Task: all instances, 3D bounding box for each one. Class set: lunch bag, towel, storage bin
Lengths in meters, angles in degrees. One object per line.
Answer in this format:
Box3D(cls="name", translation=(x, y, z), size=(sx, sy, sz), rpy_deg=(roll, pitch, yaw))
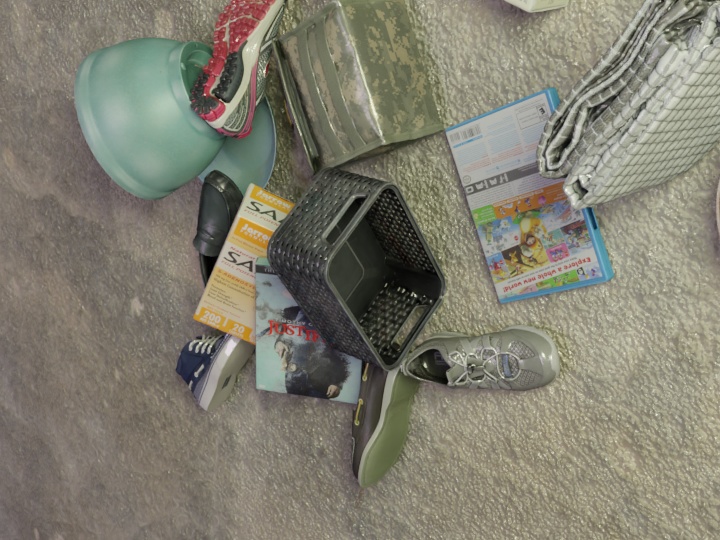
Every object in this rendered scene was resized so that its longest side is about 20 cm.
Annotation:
Box3D(cls="lunch bag", translation=(-0.024, -0.201, 1.108), size=(0.199, 0.117, 0.166), rpy_deg=(-15, 92, 53))
Box3D(cls="towel", translation=(0.253, -0.153, 0.816), size=(0.086, 0.165, 0.201), rpy_deg=(53, 134, 23))
Box3D(cls="storage bin", translation=(0.000, 0.000, 1.091), size=(0.093, 0.136, 0.201), rpy_deg=(18, 152, 39))

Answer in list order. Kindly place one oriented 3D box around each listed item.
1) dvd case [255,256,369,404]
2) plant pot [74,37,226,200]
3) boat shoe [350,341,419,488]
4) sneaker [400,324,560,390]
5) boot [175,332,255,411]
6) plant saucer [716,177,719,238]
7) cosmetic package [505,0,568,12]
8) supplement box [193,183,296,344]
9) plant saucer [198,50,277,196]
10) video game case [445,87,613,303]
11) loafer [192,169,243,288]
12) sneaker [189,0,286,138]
Box3D(cls="dvd case", translation=(-0.064, 0.080, 1.249), size=(0.144, 0.022, 0.202), rpy_deg=(8, 122, 5))
Box3D(cls="plant pot", translation=(-0.236, -0.205, 1.219), size=(0.133, 0.200, 0.202), rpy_deg=(-19, 92, 26))
Box3D(cls="boat shoe", translation=(0.023, 0.181, 1.240), size=(0.060, 0.071, 0.203), rpy_deg=(34, 120, 36))
Box3D(cls="sneaker", translation=(0.132, 0.109, 1.092), size=(0.199, 0.082, 0.075), rpy_deg=(-9, 99, 46))
Box3D(cls="boot", translation=(-0.221, 0.123, 1.452), size=(0.090, 0.073, 0.201), rpy_deg=(45, 133, 15))
Box3D(cls="plant saucer", translation=(0.393, -0.052, 0.791), size=(0.199, 0.034, 0.203), rpy_deg=(9, 105, 36))
Box3D(cls="cosmetic package", translation=(0.119, -0.337, 0.943), size=(0.199, 0.071, 0.106), rpy_deg=(35, 127, 30))
Box3D(cls="supplement box", translation=(-0.126, 0.002, 1.273), size=(0.125, 0.074, 0.201), rpy_deg=(23, 130, -7))
Box3D(cls="plant saucer", translation=(-0.168, -0.192, 1.306), size=(0.200, 0.039, 0.203), rpy_deg=(18, 117, 40))
Box3D(cls="video game case", translation=(0.174, -0.073, 1.028), size=(0.142, 0.018, 0.202), rpy_deg=(-15, 94, 46))
Box3D(cls="loafer", translation=(-0.192, -0.048, 1.325), size=(0.068, 0.070, 0.202), rpy_deg=(33, 144, 23))
Box3D(cls="sneaker", translation=(-0.139, -0.255, 1.178), size=(0.080, 0.075, 0.202), rpy_deg=(9, 70, 37))
